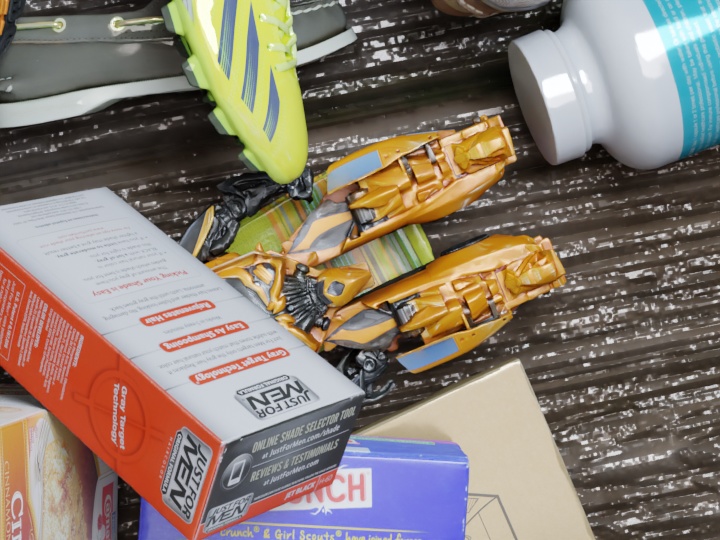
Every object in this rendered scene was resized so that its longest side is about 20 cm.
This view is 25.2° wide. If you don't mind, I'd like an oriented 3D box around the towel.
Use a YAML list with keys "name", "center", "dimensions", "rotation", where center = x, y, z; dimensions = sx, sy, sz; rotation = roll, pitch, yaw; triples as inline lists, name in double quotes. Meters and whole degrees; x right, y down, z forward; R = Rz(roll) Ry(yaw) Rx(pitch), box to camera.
- name: "towel"
  center: [-0.057, 0.017, 0.885]
  dimensions: [0.199, 0.018, 0.087]
  rotation: [-30, 94, -3]

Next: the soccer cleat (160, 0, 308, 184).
- name: "soccer cleat"
  center: [-0.058, -0.140, 0.775]
  dimensions: [0.083, 0.065, 0.202]
  rotation: [-23, 101, -1]

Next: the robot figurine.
- name: "robot figurine"
  center: [0.000, 0.000, 0.853]
  dimensions: [0.198, 0.058, 0.146]
  rotation: [-24, 94, -3]

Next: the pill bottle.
- name: "pill bottle"
  center: [0.182, -0.123, 0.852]
  dimensions: [0.198, 0.111, 0.112]
  rotation: [-21, 94, -4]

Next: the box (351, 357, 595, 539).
- name: "box"
  center: [0.031, 0.164, 0.897]
  dimensions: [0.199, 0.021, 0.165]
  rotation: [-24, 94, -4]

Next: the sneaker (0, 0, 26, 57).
- name: "sneaker"
  center: [-0.212, -0.195, 0.790]
  dimensions: [0.091, 0.076, 0.202]
  rotation: [1, 91, 0]

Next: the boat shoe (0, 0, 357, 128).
- name: "boat shoe"
  center: [-0.103, -0.122, 0.848]
  dimensions: [0.200, 0.072, 0.061]
  rotation: [-12, 98, 0]

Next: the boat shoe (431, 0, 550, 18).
- name: "boat shoe"
  center: [0.106, -0.194, 0.848]
  dimensions: [0.199, 0.072, 0.076]
  rotation: [-35, 101, -33]

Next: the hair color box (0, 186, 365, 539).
- name: "hair color box"
  center: [-0.105, 0.038, 0.787]
  dimensions: [0.199, 0.101, 0.062]
  rotation: [36, 121, 30]

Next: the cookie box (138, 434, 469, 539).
- name: "cookie box"
  center: [-0.034, 0.188, 0.843]
  dimensions: [0.169, 0.075, 0.202]
  rotation: [4, 93, -5]

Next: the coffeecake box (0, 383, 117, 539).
- name: "coffeecake box"
  center: [-0.183, 0.142, 0.784]
  dimensions: [0.072, 0.200, 0.155]
  rotation: [1, 93, 10]
